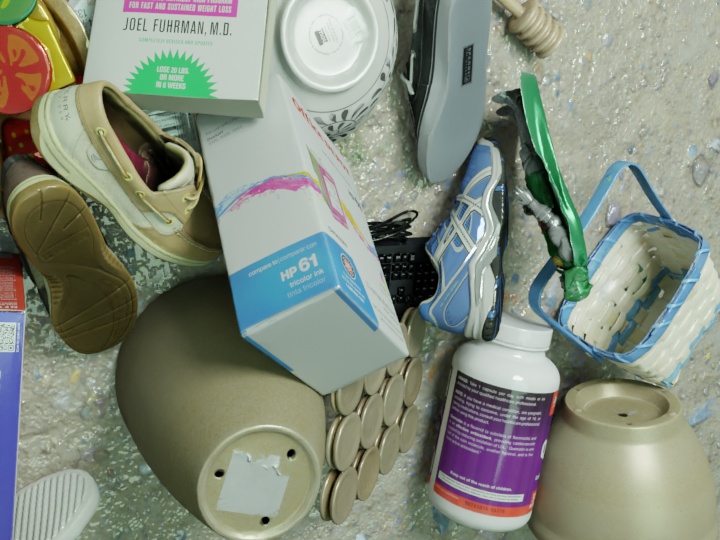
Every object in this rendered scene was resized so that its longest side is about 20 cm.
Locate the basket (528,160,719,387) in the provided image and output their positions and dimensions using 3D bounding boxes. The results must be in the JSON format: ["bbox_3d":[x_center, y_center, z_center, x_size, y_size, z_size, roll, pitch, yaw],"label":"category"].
[{"bbox_3d":[0.271,0.015,0.890,0.178,0.138,0.200,-52,124,-6],"label":"basket"}]

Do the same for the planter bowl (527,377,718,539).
[{"bbox_3d":[0.269,0.196,0.898,0.196,0.200,0.138,-9,106,-21],"label":"planter bowl"}]

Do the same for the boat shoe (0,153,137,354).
[{"bbox_3d":[-0.225,-0.011,0.678,0.072,0.065,0.202,-24,145,-19],"label":"boat shoe"}]

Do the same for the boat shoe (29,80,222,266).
[{"bbox_3d":[-0.153,-0.067,0.648,0.200,0.065,0.076,41,40,-51],"label":"boat shoe"}]

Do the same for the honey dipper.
[{"bbox_3d":[0.115,-0.274,0.811,0.198,0.038,0.038,35,87,-25],"label":"honey dipper"}]

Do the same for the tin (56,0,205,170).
[{"bbox_3d":[-0.189,-0.142,0.706,0.109,0.042,0.205,-14,108,-16],"label":"tin"}]

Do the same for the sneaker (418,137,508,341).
[{"bbox_3d":[0.101,-0.037,0.820,0.076,0.075,0.205,60,36,-62],"label":"sneaker"}]

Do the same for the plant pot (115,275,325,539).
[{"bbox_3d":[-0.102,0.126,0.707,0.183,0.200,0.192,-6,109,-17],"label":"plant pot"}]

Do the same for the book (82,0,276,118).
[{"bbox_3d":[-0.128,-0.219,0.652,0.130,0.048,0.205,3,77,2],"label":"book"}]

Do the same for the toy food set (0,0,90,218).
[{"bbox_3d":[-0.291,-0.134,0.635,0.196,0.049,0.202,-23,108,-2],"label":"toy food set"}]

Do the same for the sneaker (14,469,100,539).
[{"bbox_3d":[-0.296,0.260,0.745,0.200,0.074,0.083,-44,145,-14],"label":"sneaker"}]

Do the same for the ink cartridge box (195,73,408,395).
[{"bbox_3d":[-0.047,-0.028,0.681,0.083,0.203,0.145,-25,149,11],"label":"ink cartridge box"}]

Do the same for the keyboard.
[{"bbox_3d":[0.000,0.000,0.822,0.195,0.039,0.107,-5,105,-24],"label":"keyboard"}]

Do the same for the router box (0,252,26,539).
[{"bbox_3d":[-0.280,0.104,0.642,0.048,0.179,0.205,3,102,-23],"label":"router box"}]

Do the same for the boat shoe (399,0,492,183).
[{"bbox_3d":[0.070,-0.180,0.795,0.073,0.068,0.203,-27,136,-27],"label":"boat shoe"}]

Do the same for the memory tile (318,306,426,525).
[{"bbox_3d":[0.015,0.128,0.802,0.199,0.016,0.157,-28,124,-62],"label":"memory tile"}]

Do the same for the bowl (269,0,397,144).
[{"bbox_3d":[-0.040,-0.196,0.728,0.196,0.094,0.206,-6,105,-22],"label":"bowl"}]

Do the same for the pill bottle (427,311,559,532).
[{"bbox_3d":[0.137,0.149,0.877,0.110,0.112,0.205,7,100,-25],"label":"pill bottle"}]

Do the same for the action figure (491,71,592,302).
[{"bbox_3d":[0.173,-0.069,0.805,0.054,0.118,0.205,-20,78,13],"label":"action figure"}]
